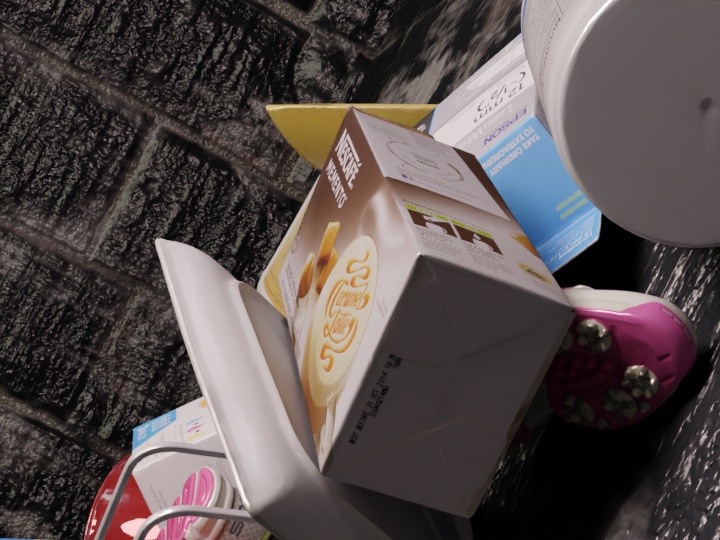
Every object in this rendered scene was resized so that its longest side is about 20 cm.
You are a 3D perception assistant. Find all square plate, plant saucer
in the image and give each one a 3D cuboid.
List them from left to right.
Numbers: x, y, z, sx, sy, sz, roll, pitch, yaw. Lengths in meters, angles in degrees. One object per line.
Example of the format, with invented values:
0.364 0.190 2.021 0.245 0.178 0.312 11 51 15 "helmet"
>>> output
-0.017 0.088 0.684 0.028 0.198 0.200 -37 41 9 "square plate"
0.048 -0.101 1.015 0.200 0.199 0.049 -33 -56 -77 "plant saucer"

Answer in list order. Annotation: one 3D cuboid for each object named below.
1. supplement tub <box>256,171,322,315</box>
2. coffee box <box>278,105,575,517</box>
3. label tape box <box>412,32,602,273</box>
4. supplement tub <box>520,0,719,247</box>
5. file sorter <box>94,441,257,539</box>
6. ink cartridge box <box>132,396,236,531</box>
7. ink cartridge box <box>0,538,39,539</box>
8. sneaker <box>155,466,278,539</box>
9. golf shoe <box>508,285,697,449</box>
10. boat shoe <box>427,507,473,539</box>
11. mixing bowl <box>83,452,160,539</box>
-0.002 0.002 1.171 0.200 0.144 0.144 -59 9 25 "supplement tub"
0.023 0.011 0.663 0.200 0.080 0.115 -108 40 -63 "coffee box"
0.072 -0.050 0.814 0.143 0.066 0.200 -38 18 29 "label tape box"
0.148 -0.104 0.649 0.132 0.132 0.200 -59 10 19 "supplement tub"
-0.060 0.199 0.681 0.200 0.138 0.125 -109 37 -50 "file sorter"
-0.071 0.122 1.039 0.200 0.068 0.115 -25 13 -5 "ink cartridge box"
-0.159 0.232 0.843 0.116 0.200 0.067 -60 38 27 "ink cartridge box"
-0.114 0.234 0.960 0.200 0.087 0.074 -61 18 20 "sneaker"
0.106 0.034 0.684 0.092 0.075 0.200 -43 9 -28 "golf shoe"
0.033 0.154 0.798 0.200 0.068 0.057 -89 -8 -57 "boat shoe"
-0.139 0.252 1.180 0.108 0.200 0.200 -6 42 26 "mixing bowl"
